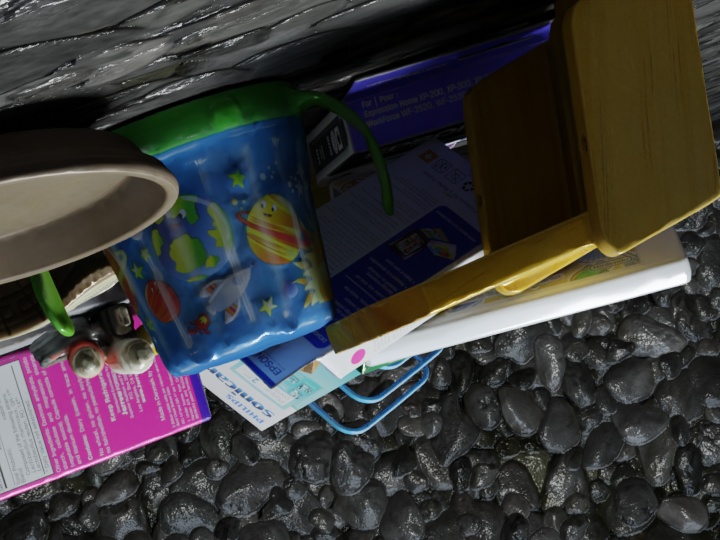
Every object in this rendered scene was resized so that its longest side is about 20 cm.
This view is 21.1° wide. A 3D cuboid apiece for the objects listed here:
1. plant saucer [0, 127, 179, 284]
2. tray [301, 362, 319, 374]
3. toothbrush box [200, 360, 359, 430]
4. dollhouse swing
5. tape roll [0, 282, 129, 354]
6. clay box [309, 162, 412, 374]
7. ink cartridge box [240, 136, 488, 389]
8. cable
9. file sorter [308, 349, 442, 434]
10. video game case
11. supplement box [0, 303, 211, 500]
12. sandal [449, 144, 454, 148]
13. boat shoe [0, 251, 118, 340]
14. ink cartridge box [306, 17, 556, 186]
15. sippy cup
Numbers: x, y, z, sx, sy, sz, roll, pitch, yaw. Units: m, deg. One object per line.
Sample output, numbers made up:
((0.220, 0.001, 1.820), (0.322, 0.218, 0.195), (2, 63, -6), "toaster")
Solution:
((-0.184, -0.024, 0.907), (0.200, 0.030, 0.200), (-17, 170, -3), "plant saucer")
((-0.042, -0.008, 1.347), (0.098, 0.037, 0.200), (16, -145, 13), "tray")
((-0.065, 0.026, 1.544), (0.200, 0.146, 0.085), (-31, -155, 47), "toothbrush box")
((0.066, -0.061, 1.023), (0.175, 0.182, 0.200), (-7, 175, -12), "dollhouse swing")
((-0.256, 0.022, 1.295), (0.200, 0.066, 0.200), (-21, 178, -1), "tape roll")
((-0.014, -0.014, 1.286), (0.115, 0.048, 0.200), (-18, -141, -34), "clay box")
((0.000, 0.000, 1.136), (0.200, 0.095, 0.037), (-31, 141, -24), "ink cartridge box")
((-0.179, 0.057, 1.311), (0.097, 0.050, 0.200), (-19, 176, -17), "cable")
((0.014, 0.023, 1.661), (0.139, 0.123, 0.200), (-35, 159, -42), "file sorter")
((0.086, -0.026, 1.202), (0.200, 0.023, 0.182), (-15, -145, 3), "video game case")
((-0.230, 0.097, 1.457), (0.200, 0.104, 0.101), (-18, -173, -28), "supplement box")
((0.050, -0.093, 1.427), (0.202, 0.050, 0.082), (-21, 178, 36), "sandal")
((-0.179, -0.009, 1.159), (0.200, 0.072, 0.065), (-26, 177, 4), "boat shoe")
((0.074, -0.113, 1.230), (0.198, 0.043, 0.200), (-18, 177, -11), "ink cartridge box")
((-0.078, -0.018, 1.035), (0.178, 0.131, 0.140), (-22, 178, 38), "sippy cup")
